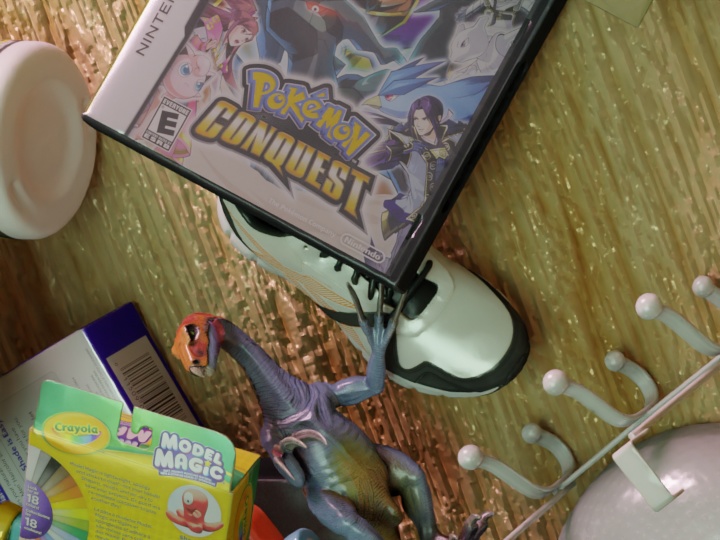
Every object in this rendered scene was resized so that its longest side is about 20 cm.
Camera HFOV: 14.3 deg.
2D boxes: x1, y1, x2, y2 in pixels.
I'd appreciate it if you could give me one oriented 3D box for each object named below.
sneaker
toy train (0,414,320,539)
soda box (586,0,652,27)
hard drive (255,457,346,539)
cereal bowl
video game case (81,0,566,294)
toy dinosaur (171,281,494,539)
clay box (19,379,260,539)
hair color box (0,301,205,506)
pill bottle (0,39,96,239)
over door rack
[{"bbox_3d":[0.000,0.000,1.518,0.200,0.080,0.074,32,81,14],"label":"sneaker"},{"bbox_3d":[-0.125,0.166,1.550,0.200,0.056,0.150,-30,96,30],"label":"toy train"},{"bbox_3d":[0.069,-0.202,1.416,0.200,0.064,0.068,28,116,0],"label":"soda box"},{"bbox_3d":[-0.053,0.200,1.605,0.139,0.033,0.201,0,111,4],"label":"hard drive"},{"bbox_3d":[0.183,0.186,1.486,0.199,0.083,0.201,8,108,26],"label":"cereal bowl"},{"bbox_3d":[-0.020,-0.112,1.490,0.200,0.026,0.181,28,86,18],"label":"video game case"},{"bbox_3d":[-0.029,0.102,1.503,0.181,0.105,0.200,36,134,17],"label":"toy dinosaur"},{"bbox_3d":[-0.118,0.151,1.486,0.115,0.048,0.201,17,116,14],"label":"clay box"},{"bbox_3d":[-0.189,0.114,1.669,0.200,0.065,0.110,-30,91,28],"label":"hair color box"},{"bbox_3d":[-0.260,-0.077,1.623,0.199,0.111,0.112,3,106,27],"label":"pill bottle"},{"bbox_3d":[0.109,0.086,1.425,0.067,0.200,0.148,44,120,-4],"label":"over door rack"}]
